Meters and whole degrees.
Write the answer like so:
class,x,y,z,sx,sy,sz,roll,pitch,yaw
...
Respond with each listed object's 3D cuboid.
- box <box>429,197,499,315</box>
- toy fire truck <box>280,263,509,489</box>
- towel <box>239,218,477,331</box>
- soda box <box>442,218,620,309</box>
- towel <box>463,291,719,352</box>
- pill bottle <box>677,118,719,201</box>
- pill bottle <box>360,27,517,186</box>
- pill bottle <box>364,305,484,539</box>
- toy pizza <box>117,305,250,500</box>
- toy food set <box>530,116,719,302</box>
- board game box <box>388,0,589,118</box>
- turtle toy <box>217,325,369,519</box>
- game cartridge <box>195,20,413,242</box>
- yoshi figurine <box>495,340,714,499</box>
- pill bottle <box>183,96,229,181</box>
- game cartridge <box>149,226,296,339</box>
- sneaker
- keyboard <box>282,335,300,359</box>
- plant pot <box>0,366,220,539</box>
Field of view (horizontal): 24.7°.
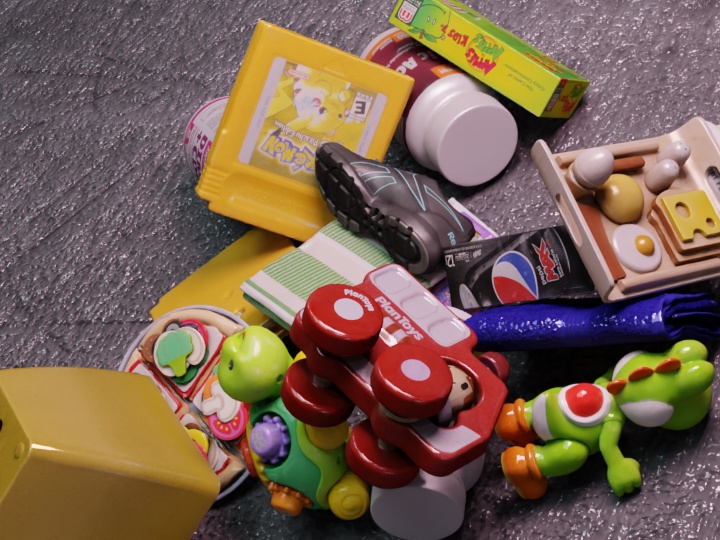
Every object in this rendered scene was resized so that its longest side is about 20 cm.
class,x,y,z,sx,sy,sz,roll,pitch,yaw
box,0.056,0.025,1.653,0.200,0.039,0.137,-37,39,-8
toy fire truck,0.040,0.081,1.390,0.168,0.112,0.200,-25,55,-40
towel,0.000,0.000,1.629,0.200,0.023,0.152,-35,46,-24
soda box,0.163,-0.006,1.499,0.071,0.064,0.200,-9,-1,-35
towel,0.206,0.043,1.464,0.199,0.148,0.050,-5,85,32
pill bottle,0.301,-0.069,1.539,0.200,0.114,0.114,-29,39,2
pill bottle,0.082,-0.178,1.788,0.114,0.114,0.200,-35,40,-5
pill bottle,0.058,0.137,1.478,0.111,0.111,0.200,-12,43,21
toy pizza,-0.172,0.132,1.615,0.200,0.032,0.201,-7,76,29
toy food set,0.251,-0.060,1.409,0.199,0.060,0.144,-11,67,-34
board game box,0.138,-0.233,1.756,0.200,0.102,0.048,35,108,19
turtle toy,-0.063,0.136,1.490,0.101,0.201,0.146,-17,24,-1
game cartridge,-0.058,-0.134,1.702,0.201,0.176,0.032,-69,20,9
yoshi figurine,0.222,0.127,1.422,0.200,0.113,0.112,-27,5,22
pill bottle,-0.123,-0.120,1.821,0.113,0.114,0.200,-35,24,-5
game cartridge,-0.132,0.036,1.735,0.176,0.032,0.200,-37,27,0
sneaker,0.030,-0.067,1.638,0.079,0.076,0.200,-26,51,-29
keyboard,-0.134,0.122,1.685,0.200,0.021,0.127,-36,40,-8
plant pot,-0.281,0.202,1.515,0.200,0.176,0.200,-57,39,11
